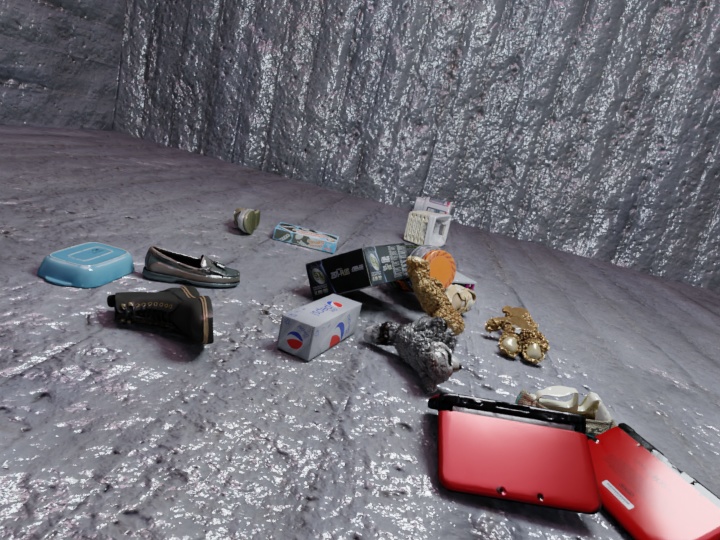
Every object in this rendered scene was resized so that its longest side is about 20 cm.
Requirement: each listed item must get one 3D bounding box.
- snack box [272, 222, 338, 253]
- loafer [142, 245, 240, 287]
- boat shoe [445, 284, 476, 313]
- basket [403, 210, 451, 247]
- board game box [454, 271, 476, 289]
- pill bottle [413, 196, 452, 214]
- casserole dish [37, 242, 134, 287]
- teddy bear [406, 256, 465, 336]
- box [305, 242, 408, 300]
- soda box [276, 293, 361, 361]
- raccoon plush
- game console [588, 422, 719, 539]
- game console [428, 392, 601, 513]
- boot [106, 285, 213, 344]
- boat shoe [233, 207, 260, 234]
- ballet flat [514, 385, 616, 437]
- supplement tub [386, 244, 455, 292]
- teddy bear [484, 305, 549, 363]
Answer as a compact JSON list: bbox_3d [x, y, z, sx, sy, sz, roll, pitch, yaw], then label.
[{"bbox_3d":[-0.171,-0.106,1.688,0.198,0.037,0.116,14,15,-2],"label":"snack box"},{"bbox_3d":[-0.344,-0.007,1.102,0.198,0.064,0.072,7,16,-27],"label":"loafer"},{"bbox_3d":[0.252,0.074,1.345,0.069,0.075,0.200,13,12,21],"label":"boat shoe"},{"bbox_3d":[0.276,-0.176,2.186,0.122,0.137,0.199,18,14,25],"label":"basket"},{"bbox_3d":[0.229,0.009,1.663,0.198,0.026,0.200,5,17,-34],"label":"board game box"},{"bbox_3d":[0.406,-0.346,2.978,0.198,0.121,0.120,17,15,10],"label":"pill bottle"},{"bbox_3d":[-0.520,-0.016,1.020,0.120,0.039,0.200,16,14,3],"label":"casserole dish"},{"bbox_3d":[0.150,0.060,1.160,0.066,0.202,0.145,-25,-5,-9],"label":"teddy bear"},{"bbox_3d":[0.000,0.000,1.221,0.163,0.087,0.199,-14,-2,33],"label":"box"},{"bbox_3d":[-0.070,0.098,0.967,0.068,0.064,0.200,18,14,20],"label":"soda box"},{"bbox_3d":[0.083,0.155,0.935,0.198,0.098,0.134,-12,17,27],"label":"raccoon plush"},{"bbox_3d":[0.397,0.313,0.702,0.171,0.120,0.200,-22,22,-9],"label":"game console"},{"bbox_3d":[0.194,0.241,0.720,0.198,0.120,0.173,10,-17,0],"label":"game console"},{"bbox_3d":[-0.315,0.073,0.834,0.137,0.078,0.199,0,6,-31],"label":"boot"},{"bbox_3d":[-0.361,-0.157,1.649,0.068,0.076,0.200,7,8,-2],"label":"boat shoe"},{"bbox_3d":[0.342,0.227,0.853,0.198,0.076,0.068,12,13,-9],"label":"ballet flat"},{"bbox_3d":[0.144,-0.004,1.344,0.121,0.124,0.200,7,-1,-26],"label":"supplement tub"},{"bbox_3d":[0.357,0.152,1.202,0.143,0.067,0.200,3,22,-6],"label":"teddy bear"}]
